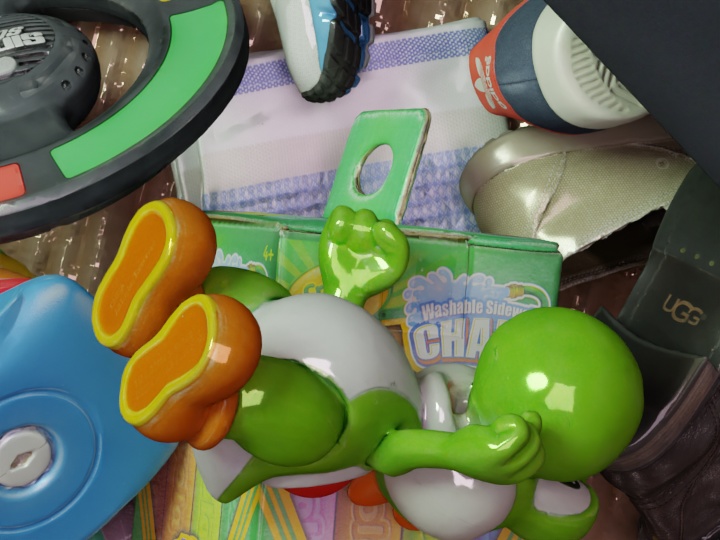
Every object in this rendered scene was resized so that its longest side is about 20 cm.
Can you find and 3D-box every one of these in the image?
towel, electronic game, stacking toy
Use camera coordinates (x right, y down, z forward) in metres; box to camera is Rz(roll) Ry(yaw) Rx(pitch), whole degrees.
[{"bbox_3d":[0.000,0.000,1.076,0.146,0.024,0.201,-11,91,-5],"label":"towel"},{"bbox_3d":[-0.141,-0.073,0.999,0.199,0.200,0.042,-15,126,-2],"label":"electronic game"},{"bbox_3d":[-0.165,0.021,0.999,0.116,0.200,0.110,-39,130,-3],"label":"stacking toy"}]

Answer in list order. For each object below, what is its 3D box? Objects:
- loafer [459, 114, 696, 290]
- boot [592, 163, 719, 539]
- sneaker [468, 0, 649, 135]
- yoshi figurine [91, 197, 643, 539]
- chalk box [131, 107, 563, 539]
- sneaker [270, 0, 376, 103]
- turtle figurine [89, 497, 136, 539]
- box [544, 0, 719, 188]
[{"bbox_3d":[0.142,-0.030,1.046,0.199,0.076,0.069,-11,69,-4],"label":"loafer"},{"bbox_3d":[0.161,0.042,1.023,0.200,0.174,0.069,-47,51,-6],"label":"boot"},{"bbox_3d":[0.126,-0.103,1.019,0.199,0.084,0.075,-17,96,-35],"label":"sneaker"},{"bbox_3d":[0.017,0.033,0.873,0.199,0.112,0.113,23,73,-32],"label":"yoshi figurine"},{"bbox_3d":[-0.006,0.037,0.988,0.123,0.124,0.201,4,90,-25],"label":"chalk box"},{"bbox_3d":[-0.049,-0.158,1.055,0.086,0.075,0.201,-15,74,9],"label":"sneaker"},{"bbox_3d":[-0.178,0.131,1.032,0.199,0.101,0.150,-32,99,-11],"label":"turtle figurine"},{"bbox_3d":[0.171,-0.133,0.908,0.182,0.104,0.200,45,51,-19],"label":"box"}]
